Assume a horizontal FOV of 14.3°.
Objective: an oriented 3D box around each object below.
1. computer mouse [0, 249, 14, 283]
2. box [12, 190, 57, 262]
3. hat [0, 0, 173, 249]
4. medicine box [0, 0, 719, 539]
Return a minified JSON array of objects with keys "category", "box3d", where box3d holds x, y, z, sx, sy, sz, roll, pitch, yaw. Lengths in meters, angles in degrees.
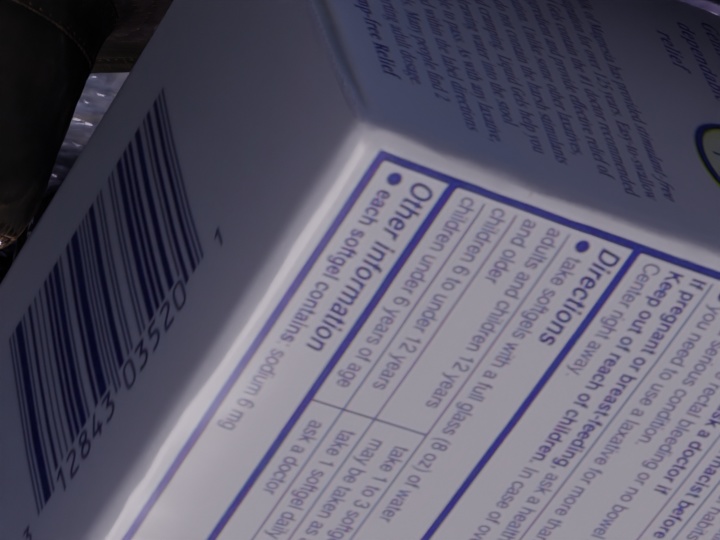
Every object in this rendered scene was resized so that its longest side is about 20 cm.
[{"category":"computer mouse","box3d":[-0.128,-0.010,0.881,0.058,0.034,0.200,17,162,22]},{"category":"box","box3d":[0.000,0.000,0.811,0.142,0.036,0.200,18,165,-24]},{"category":"hat","box3d":[-0.117,-0.046,0.638,0.200,0.081,0.201,9,163,3]},{"category":"medicine box","box3d":[0.030,0.035,0.628,0.199,0.103,0.182,18,123,-27]}]
